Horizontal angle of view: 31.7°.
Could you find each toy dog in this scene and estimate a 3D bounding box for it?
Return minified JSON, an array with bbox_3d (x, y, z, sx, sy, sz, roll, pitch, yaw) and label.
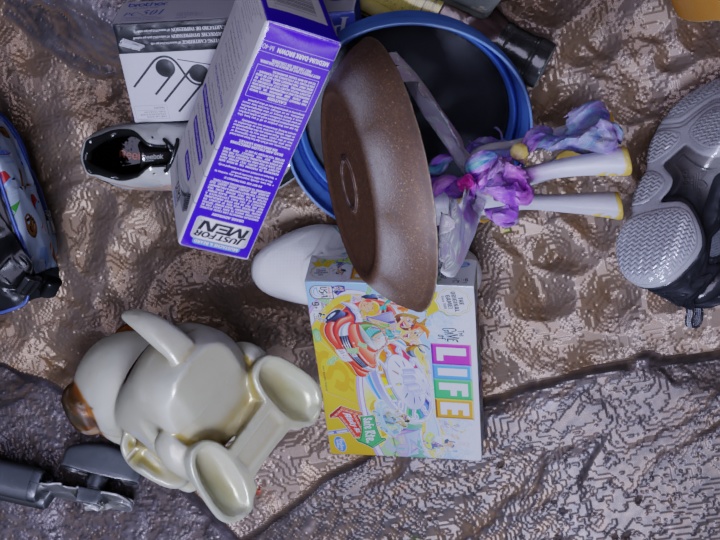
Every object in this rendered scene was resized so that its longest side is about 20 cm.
[{"bbox_3d":[-0.170,0.111,1.074,0.194,0.200,0.140,42,66,-33],"label":"toy dog"}]

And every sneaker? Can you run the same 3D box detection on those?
[{"bbox_3d":[0.280,-0.052,1.024,0.114,0.075,0.200,42,67,-37],"label":"sneaker"},{"bbox_3d":[0.000,0.000,1.076,0.200,0.080,0.071,1,99,11],"label":"sneaker"},{"bbox_3d":[-0.146,-0.094,1.089,0.200,0.080,0.074,-3,95,8],"label":"sneaker"}]

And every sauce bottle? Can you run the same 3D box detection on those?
[{"bbox_3d":[0.065,-0.214,1.045,0.200,0.066,0.066,29,101,3],"label":"sauce bottle"}]

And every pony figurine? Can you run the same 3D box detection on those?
[{"bbox_3d":[0.096,-0.069,0.945,0.200,0.193,0.167,-10,73,5],"label":"pony figurine"}]

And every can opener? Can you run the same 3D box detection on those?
[{"bbox_3d":[-0.300,0.184,1.175,0.200,0.053,0.067,11,67,9],"label":"can opener"}]

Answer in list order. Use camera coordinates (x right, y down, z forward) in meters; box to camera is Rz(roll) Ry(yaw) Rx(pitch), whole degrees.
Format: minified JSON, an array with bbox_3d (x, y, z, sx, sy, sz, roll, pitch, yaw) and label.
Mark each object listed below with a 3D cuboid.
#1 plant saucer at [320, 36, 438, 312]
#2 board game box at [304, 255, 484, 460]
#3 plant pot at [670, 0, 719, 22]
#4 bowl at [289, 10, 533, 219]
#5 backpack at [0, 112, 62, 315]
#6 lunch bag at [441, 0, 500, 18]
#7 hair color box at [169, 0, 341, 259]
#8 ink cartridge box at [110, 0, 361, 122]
[{"bbox_3d":[0.007,-0.065,0.908,0.037,0.200,0.201,-11,96,-12],"label":"plant saucer"},{"bbox_3d":[0.032,0.076,1.051,0.134,0.034,0.200,1,130,10],"label":"board game box"},{"bbox_3d":[0.283,-0.291,0.942,0.200,0.200,0.183,-12,110,11],"label":"plant pot"},{"bbox_3d":[0.039,-0.118,1.030,0.200,0.039,0.201,-1,126,-1],"label":"bowl"},{"bbox_3d":[-0.360,-0.054,1.095,0.200,0.154,0.191,-12,103,5],"label":"backpack"},{"bbox_3d":[0.095,-0.317,0.950,0.117,0.164,0.200,15,77,-10],"label":"lunch bag"},{"bbox_3d":[-0.086,-0.122,0.978,0.065,0.109,0.200,15,122,-23],"label":"hair color box"},{"bbox_3d":[-0.097,-0.177,1.049,0.200,0.044,0.094,-1,126,8],"label":"ink cartridge box"}]
